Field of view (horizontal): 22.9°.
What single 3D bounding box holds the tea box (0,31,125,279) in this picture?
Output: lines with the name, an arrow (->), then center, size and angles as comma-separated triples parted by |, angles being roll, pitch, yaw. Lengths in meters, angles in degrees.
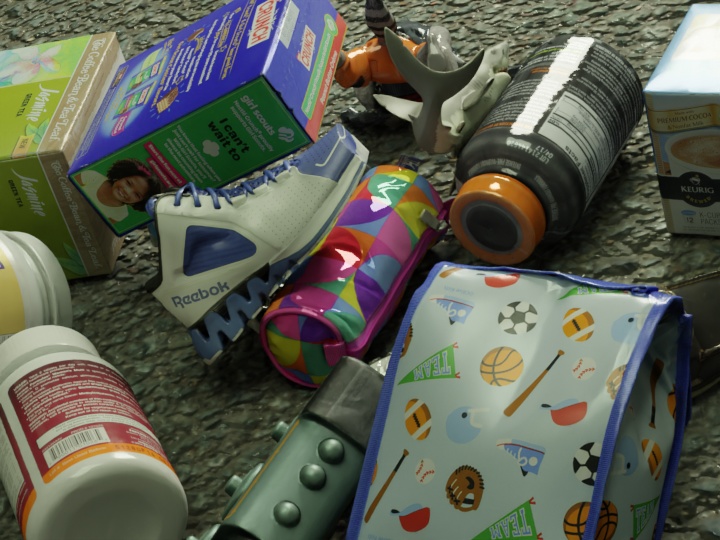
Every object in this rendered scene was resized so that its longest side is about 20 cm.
tea box -> -0.304, -0.093, 1.567 | 0.196, 0.134, 0.200 | -8, 36, 13

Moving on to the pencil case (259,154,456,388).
pencil case -> 0.000, 0.000, 1.353 | 0.088, 0.088, 0.200 | 6, 42, 30

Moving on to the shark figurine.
shark figurine -> 0.049, -0.127, 1.377 | 0.089, 0.128, 0.214 | 26, 12, 13

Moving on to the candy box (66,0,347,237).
candy box -> -0.118, -0.136, 1.418 | 0.200, 0.077, 0.169 | -25, 30, 28

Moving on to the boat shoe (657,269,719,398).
boat shoe -> 0.192, 0.052, 1.182 | 0.200, 0.073, 0.075 | -29, 67, -18

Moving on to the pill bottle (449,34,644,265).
pill bottle -> 0.141, -0.091, 1.394 | 0.106, 0.106, 0.200 | 6, 41, 30

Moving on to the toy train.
toy train -> -0.041, 0.144, 1.123 | 0.085, 0.114, 0.200 | 36, 56, 4

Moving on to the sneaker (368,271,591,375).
sneaker -> 0.090, 0.073, 1.231 | 0.200, 0.074, 0.079 | -30, 45, -8

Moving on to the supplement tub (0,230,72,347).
supplement tub -> -0.330, 0.038, 1.331 | 0.145, 0.146, 0.200 | 13, 13, 36

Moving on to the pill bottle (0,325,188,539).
pill bottle -> -0.199, 0.125, 1.240 | 0.109, 0.110, 0.200 | -24, 35, -10

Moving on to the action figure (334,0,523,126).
action figure -> 0.059, -0.190, 1.540 | 0.200, 0.105, 0.193 | -12, 1, 14

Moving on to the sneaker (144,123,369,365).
sneaker -> -0.091, -0.039, 1.300 | 0.199, 0.115, 0.081 | -50, 6, 8

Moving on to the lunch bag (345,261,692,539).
lunch bag -> 0.102, 0.099, 1.075 | 0.170, 0.124, 0.200 | 8, 83, 32

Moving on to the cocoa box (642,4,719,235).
cocoa box -> 0.329, -0.112, 1.319 | 0.200, 0.131, 0.133 | 4, 40, 28

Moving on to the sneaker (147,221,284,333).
sneaker -> -0.105, 0.001, 1.425 | 0.072, 0.073, 0.200 | -9, 39, -36
